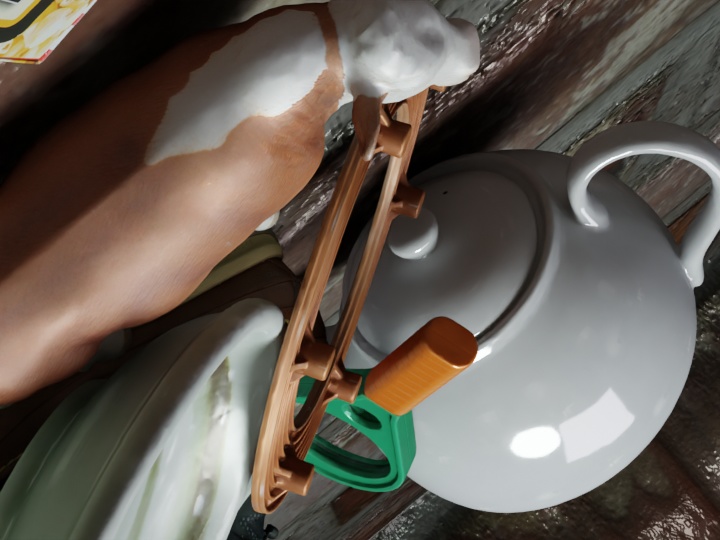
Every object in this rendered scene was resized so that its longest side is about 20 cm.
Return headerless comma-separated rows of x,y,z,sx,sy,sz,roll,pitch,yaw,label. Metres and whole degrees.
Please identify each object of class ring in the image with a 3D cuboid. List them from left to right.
0.000,0.000,0.753,0.200,0.019,0.202,18,90,-85,ring

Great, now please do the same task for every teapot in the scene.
0.065,0.012,0.962,0.201,0.196,0.146,-58,136,-12,teapot

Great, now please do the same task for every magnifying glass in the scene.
0.006,0.059,0.883,0.023,0.079,0.200,-60,-173,-24,magnifying glass

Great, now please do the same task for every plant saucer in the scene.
-0.088,0.094,0.646,0.200,0.050,0.202,24,90,-81,plant saucer

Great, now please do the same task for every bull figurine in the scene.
-0.057,-0.025,0.590,0.199,0.065,0.121,-33,175,-7,bull figurine

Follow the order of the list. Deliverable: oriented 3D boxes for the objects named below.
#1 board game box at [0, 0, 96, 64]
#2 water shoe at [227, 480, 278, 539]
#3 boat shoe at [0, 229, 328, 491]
-0.064,-0.100,0.303,0.151,0.046,0.200,-43,169,17,board game box
-0.066,0.184,0.947,0.072,0.078,0.202,75,37,-86,water shoe
-0.096,0.055,0.791,0.199,0.068,0.072,-34,169,-27,boat shoe
